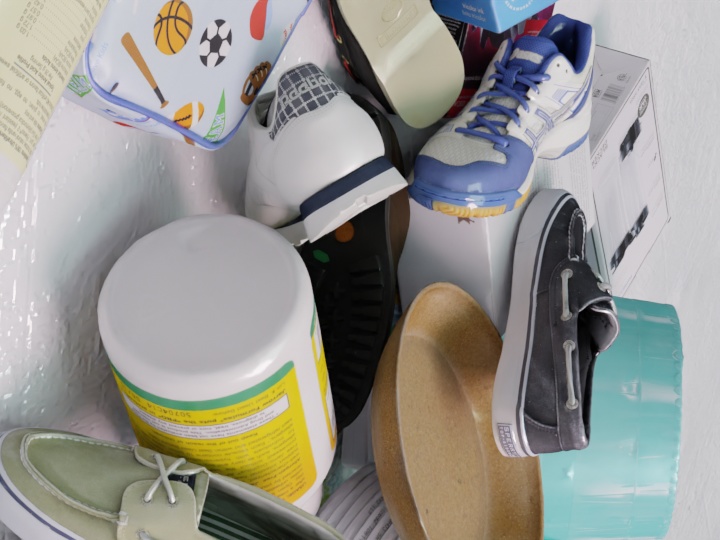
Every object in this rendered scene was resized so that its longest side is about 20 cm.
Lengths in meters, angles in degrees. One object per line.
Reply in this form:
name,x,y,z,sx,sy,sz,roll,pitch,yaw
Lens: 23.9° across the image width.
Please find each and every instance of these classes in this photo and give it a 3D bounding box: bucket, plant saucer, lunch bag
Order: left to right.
lunch bag,-0.084,-0.167,0.811,0.160,0.075,0.201,24,88,-60
plant saucer,0.054,0.109,1.015,0.200,0.035,0.202,39,43,-50
bucket,0.164,0.110,1.282,0.207,0.133,0.209,4,90,-87

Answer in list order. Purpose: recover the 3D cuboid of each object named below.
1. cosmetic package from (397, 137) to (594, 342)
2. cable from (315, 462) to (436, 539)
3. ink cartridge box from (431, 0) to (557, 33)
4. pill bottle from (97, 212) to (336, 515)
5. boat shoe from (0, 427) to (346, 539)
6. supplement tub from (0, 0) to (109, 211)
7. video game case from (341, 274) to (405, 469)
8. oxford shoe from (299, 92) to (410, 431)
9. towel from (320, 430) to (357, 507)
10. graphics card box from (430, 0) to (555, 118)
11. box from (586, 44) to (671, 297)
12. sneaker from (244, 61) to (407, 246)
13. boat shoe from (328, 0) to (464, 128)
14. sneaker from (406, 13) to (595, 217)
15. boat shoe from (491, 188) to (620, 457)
cosmetic package,0.094,-0.041,1.161,0.200,0.071,0.102,-43,131,-55
cable,-0.010,0.217,1.066,0.201,0.069,0.200,-58,162,-19
ink cartridge box,0.083,-0.256,0.985,0.116,0.067,0.201,-31,125,-22
pill bottle,-0.072,0.072,0.938,0.113,0.112,0.201,-53,154,-28
boat shoe,-0.097,0.122,0.873,0.062,0.199,0.072,-53,-159,37
supplement tub,-0.170,-0.104,0.622,0.201,0.144,0.145,-65,151,-9
video game case,0.045,0.045,1.173,0.200,0.024,0.184,12,79,-61
oxford shoe,0.000,0.000,1.040,0.084,0.072,0.202,21,77,-67
towel,-0.042,0.183,1.138,0.171,0.048,0.202,-21,126,-54
graphics card box,0.088,-0.201,1.114,0.125,0.051,0.202,-10,115,-58
box,0.192,-0.070,1.373,0.117,0.060,0.201,-56,149,-24
sneaker,-0.030,-0.061,0.918,0.076,0.081,0.200,-33,-176,-15
boat shoe,0.008,-0.168,0.987,0.073,0.063,0.202,-38,143,-13
sneaker,0.089,-0.102,1.062,0.200,0.075,0.089,-44,147,-52
boat shoe,0.132,0.029,1.075,0.072,0.067,0.201,64,31,-42
